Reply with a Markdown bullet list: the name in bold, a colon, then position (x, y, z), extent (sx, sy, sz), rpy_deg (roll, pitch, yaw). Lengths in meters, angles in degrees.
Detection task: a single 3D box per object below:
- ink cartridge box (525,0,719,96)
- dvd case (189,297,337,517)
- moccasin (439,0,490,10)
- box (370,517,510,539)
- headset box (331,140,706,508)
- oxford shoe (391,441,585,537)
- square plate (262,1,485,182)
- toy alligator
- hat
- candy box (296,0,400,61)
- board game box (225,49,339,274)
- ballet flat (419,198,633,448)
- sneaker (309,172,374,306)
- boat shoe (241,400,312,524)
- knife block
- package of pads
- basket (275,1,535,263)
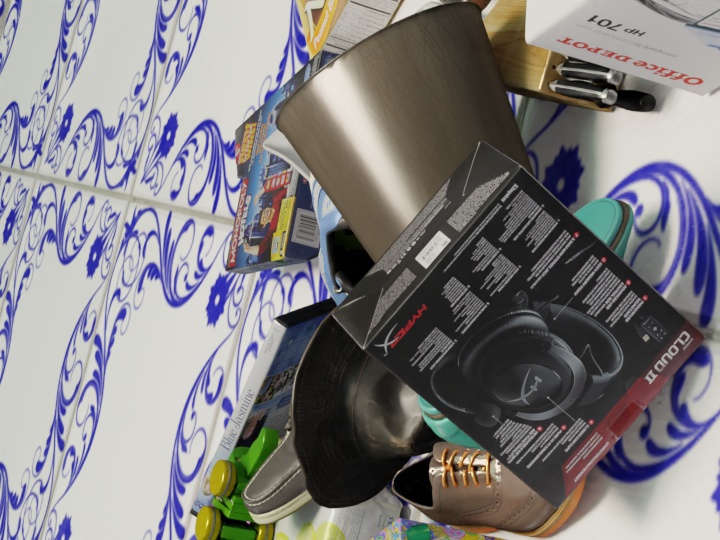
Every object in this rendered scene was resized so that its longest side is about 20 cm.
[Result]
- **ink cartridge box**: position (0.214, -0.194, 1.246), extent (0.200, 0.146, 0.086), rpy_deg (-33, 49, 58)
- **dvd case**: position (-0.073, 0.116, 1.753), extent (0.143, 0.018, 0.200), rpy_deg (-19, -43, -62)
- **moccasin**: position (0.085, -0.268, 1.687), extent (0.074, 0.078, 0.202), rpy_deg (-50, 26, 16)
- **box**: position (0.036, 0.305, 1.384), extent (0.193, 0.122, 0.201), rpy_deg (-46, 37, 51)
- **headset box**: position (0.108, 0.041, 1.274), extent (0.149, 0.200, 0.077), rpy_deg (-50, 25, 2)
- **oxford shoe**: position (0.090, 0.150, 1.413), extent (0.200, 0.073, 0.072), rpy_deg (-30, 50, 59)
- **square plate**: position (0.019, -0.147, 1.694), extent (0.200, 0.028, 0.198), rpy_deg (-41, 20, -3)
- **toy alligator**: position (-0.110, 0.217, 1.672), extent (0.054, 0.059, 0.201), rpy_deg (44, 118, 64)
- **hat**: position (0.035, 0.096, 1.504), extent (0.081, 0.200, 0.201), rpy_deg (16, 91, 32)
- **candy box**: position (0.009, -0.297, 1.884), extent (0.200, 0.055, 0.116), rpy_deg (-59, 29, 34)
- **board game box**: position (-0.068, -0.093, 1.932), extent (0.200, 0.062, 0.201), rpy_deg (-11, 67, 66)
- **ballet flat**: position (0.125, 0.041, 1.369), extent (0.200, 0.070, 0.067), rpy_deg (-48, 31, -1)
- **sneaker**: position (0.000, 0.000, 1.609), extent (0.200, 0.078, 0.089), rpy_deg (72, -169, -49)
- **boat shoe**: position (-0.027, 0.114, 1.605), extent (0.201, 0.066, 0.072), rpy_deg (-44, 26, -5)
- **knife block**: position (0.149, -0.146, 1.468), extent (0.200, 0.064, 0.176), rpy_deg (-51, 32, 44)
- **package of pads**: position (-0.042, 0.229, 1.672), extent (0.200, 0.068, 0.155), rpy_deg (26, 102, 66)
- **basket**: position (0.054, -0.063, 1.469), extent (0.180, 0.136, 0.200), rpy_deg (-32, 74, 24)
